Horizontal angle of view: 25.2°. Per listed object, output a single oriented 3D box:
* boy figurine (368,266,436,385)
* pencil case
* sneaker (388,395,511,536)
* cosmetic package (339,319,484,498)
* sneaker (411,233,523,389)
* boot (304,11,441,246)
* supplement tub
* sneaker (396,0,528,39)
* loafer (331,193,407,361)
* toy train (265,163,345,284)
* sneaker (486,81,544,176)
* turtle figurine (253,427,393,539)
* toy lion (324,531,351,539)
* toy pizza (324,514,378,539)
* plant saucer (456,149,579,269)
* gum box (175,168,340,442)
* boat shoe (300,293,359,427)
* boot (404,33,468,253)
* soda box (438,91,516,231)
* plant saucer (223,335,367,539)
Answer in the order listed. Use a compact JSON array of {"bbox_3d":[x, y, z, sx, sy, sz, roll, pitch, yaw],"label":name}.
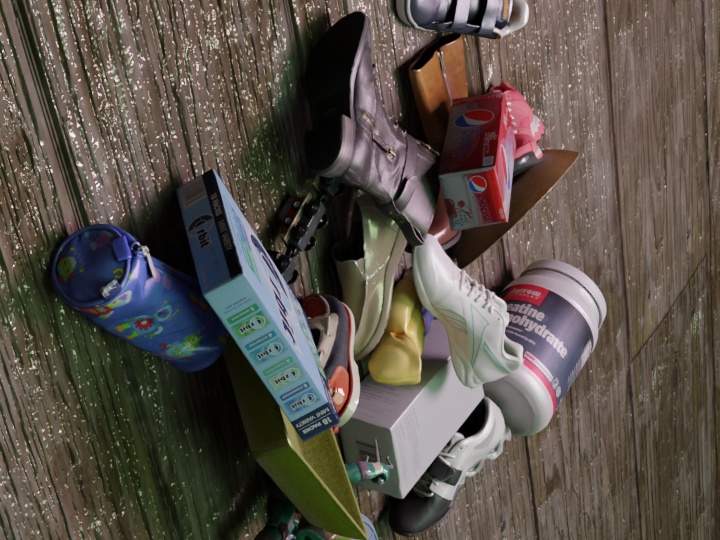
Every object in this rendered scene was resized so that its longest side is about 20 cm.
[{"bbox_3d":[0.056,0.062,1.797,0.200,0.064,0.126,-61,152,-63],"label":"boy figurine"},{"bbox_3d":[-0.186,0.024,1.415,0.200,0.086,0.079,40,31,-58],"label":"pencil case"},{"bbox_3d":[0.097,0.230,1.951,0.200,0.074,0.089,-47,141,-19],"label":"sneaker"},{"bbox_3d":[0.062,0.155,1.878,0.200,0.080,0.114,-46,138,-42],"label":"cosmetic package"},{"bbox_3d":[0.119,0.037,1.776,0.201,0.080,0.071,61,28,-26],"label":"sneaker"},{"bbox_3d":[0.021,-0.143,1.640,0.173,0.069,0.202,27,63,-43],"label":"boot"},{"bbox_3d":[0.217,0.097,2.049,0.200,0.139,0.141,-53,142,-34],"label":"supplement tub"},{"bbox_3d":[0.119,-0.301,1.793,0.199,0.079,0.079,-10,111,-55],"label":"sneaker"},{"bbox_3d":[0.000,0.000,1.727,0.068,0.076,0.202,9,108,-20],"label":"loafer"},{"bbox_3d":[-0.060,-0.052,1.629,0.201,0.045,0.034,-63,148,-19],"label":"toy train"},{"bbox_3d":[0.166,-0.165,1.895,0.087,0.073,0.200,59,17,-16],"label":"sneaker"},{"bbox_3d":[-0.054,0.241,1.708,0.101,0.150,0.200,43,30,-10],"label":"turtle figurine"},{"bbox_3d":[-0.068,0.400,1.737,0.191,0.068,0.202,-17,119,-43],"label":"toy lion"},{"bbox_3d":[-0.045,0.367,1.830,0.200,0.031,0.202,-30,128,-46],"label":"toy pizza"},{"bbox_3d":[0.178,-0.083,1.926,0.200,0.035,0.200,-44,-178,2],"label":"plant saucer"},{"bbox_3d":[-0.094,0.032,1.474,0.044,0.171,0.201,-28,128,5],"label":"gum box"},{"bbox_3d":[-0.046,0.080,1.621,0.062,0.201,0.071,28,115,-22],"label":"boat shoe"},{"bbox_3d":[0.087,-0.140,1.812,0.188,0.068,0.202,-46,137,-40],"label":"boot"},{"bbox_3d":[0.127,-0.119,1.725,0.201,0.063,0.071,-75,152,-60],"label":"soda box"},{"bbox_3d":[-0.073,0.156,1.596,0.048,0.201,0.200,-27,137,6],"label":"plant saucer"}]
